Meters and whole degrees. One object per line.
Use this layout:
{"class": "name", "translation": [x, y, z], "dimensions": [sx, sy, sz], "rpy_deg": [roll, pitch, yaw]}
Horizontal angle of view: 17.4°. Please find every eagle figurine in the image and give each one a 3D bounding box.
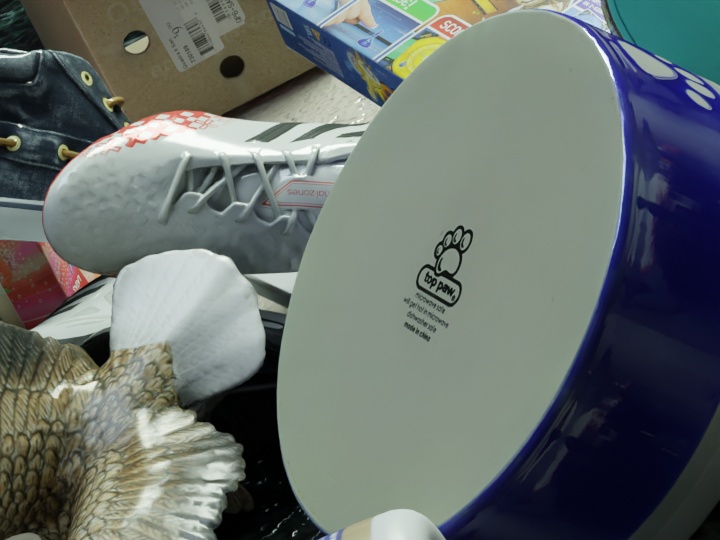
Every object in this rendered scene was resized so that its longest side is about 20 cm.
{"class": "eagle figurine", "translation": [-0.112, 0.090, 0.885], "dimensions": [0.151, 0.152, 0.200], "rpy_deg": [-21, 3, 24]}

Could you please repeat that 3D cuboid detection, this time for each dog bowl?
{"class": "dog bowl", "translation": [0.056, 0.014, 0.823], "dimensions": [0.200, 0.078, 0.201], "rpy_deg": [-37, 42, 42]}

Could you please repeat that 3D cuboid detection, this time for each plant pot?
{"class": "plant pot", "translation": [-0.109, -0.190, 1.370], "dimensions": [0.199, 0.200, 0.177], "rpy_deg": [-27, 37, -2]}

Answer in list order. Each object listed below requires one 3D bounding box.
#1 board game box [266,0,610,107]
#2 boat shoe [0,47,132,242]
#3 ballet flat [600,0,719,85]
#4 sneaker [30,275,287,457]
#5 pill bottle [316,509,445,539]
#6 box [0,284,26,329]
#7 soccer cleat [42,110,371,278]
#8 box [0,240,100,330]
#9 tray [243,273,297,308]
{"class": "board game box", "translation": [0.059, -0.122, 1.091], "dimensions": [0.135, 0.035, 0.200], "rpy_deg": [-34, 36, -14]}
{"class": "boat shoe", "translation": [-0.122, -0.056, 1.121], "dimensions": [0.199, 0.092, 0.071], "rpy_deg": [3, 1, -34]}
{"class": "ballet flat", "translation": [0.176, -0.059, 0.903], "dimensions": [0.200, 0.072, 0.072], "rpy_deg": [37, 60, 22]}
{"class": "sneaker", "translation": [-0.083, 0.025, 1.054], "dimensions": [0.199, 0.076, 0.116], "rpy_deg": [-10, 32, 36]}
{"class": "pill bottle", "translation": [-0.051, 0.161, 0.722], "dimensions": [0.199, 0.116, 0.116], "rpy_deg": [-24, 25, 7]}
{"class": "box", "translation": [-0.245, 0.078, 1.087], "dimensions": [0.077, 0.095, 0.200], "rpy_deg": [4, 40, 47]}
{"class": "soccer cleat", "translation": [-0.032, -0.030, 0.967], "dimensions": [0.199, 0.069, 0.085], "rpy_deg": [-4, 8, -31]}
{"class": "box", "translation": [-0.239, 0.002, 1.216], "dimensions": [0.199, 0.103, 0.095], "rpy_deg": [-18, 28, 15]}
{"class": "tray", "translation": [0.000, 0.000, 1.025], "dimensions": [0.107, 0.022, 0.199], "rpy_deg": [-21, 31, -37]}
